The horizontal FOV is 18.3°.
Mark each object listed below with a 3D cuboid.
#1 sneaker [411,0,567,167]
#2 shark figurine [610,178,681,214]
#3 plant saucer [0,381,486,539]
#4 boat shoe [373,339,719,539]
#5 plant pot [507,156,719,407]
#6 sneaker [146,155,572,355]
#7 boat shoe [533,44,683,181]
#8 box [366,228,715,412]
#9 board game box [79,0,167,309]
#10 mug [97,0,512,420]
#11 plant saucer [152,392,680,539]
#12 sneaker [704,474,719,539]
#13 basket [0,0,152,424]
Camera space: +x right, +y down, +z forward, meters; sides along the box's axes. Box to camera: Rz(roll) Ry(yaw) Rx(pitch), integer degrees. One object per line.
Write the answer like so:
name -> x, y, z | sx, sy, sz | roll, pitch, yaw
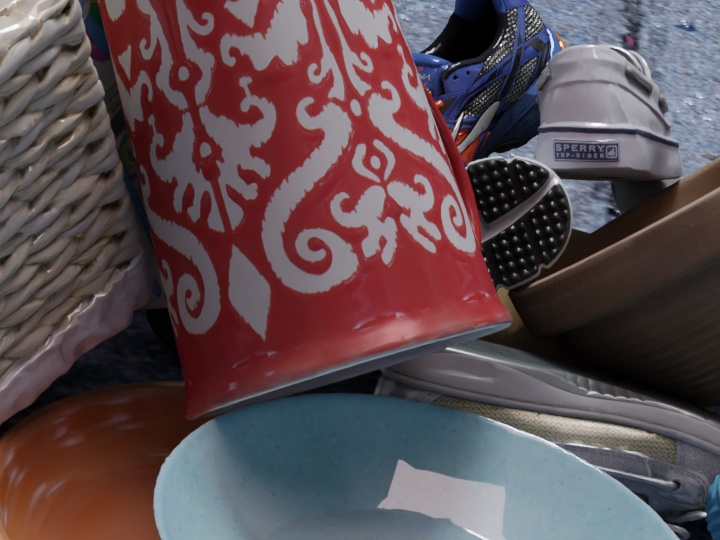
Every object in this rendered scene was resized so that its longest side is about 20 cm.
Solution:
sneaker -> 0.030, -0.069, 1.119 | 0.075, 0.079, 0.200 | 8, 52, 39
shark figurine -> 0.235, -0.011, 1.150 | 0.214, 0.090, 0.128 | 18, 27, 0
plant saucer -> -0.049, 0.108, 0.857 | 0.199, 0.038, 0.200 | 11, 25, -5
boat shoe -> 0.101, 0.079, 0.973 | 0.201, 0.065, 0.074 | 16, 4, -7
plant pot -> 0.175, 0.000, 1.027 | 0.093, 0.201, 0.201 | 60, 34, 0
sneaker -> 0.000, 0.000, 1.032 | 0.199, 0.074, 0.080 | -13, 1, 3
boat shoe -> 0.123, -0.077, 1.095 | 0.073, 0.066, 0.200 | 1, 1, 6
box -> 0.100, 0.026, 1.115 | 0.163, 0.021, 0.200 | 17, 25, 5
board game box -> -0.065, -0.091, 0.987 | 0.034, 0.135, 0.200 | -4, 28, 36
mug -> -0.031, -0.054, 0.899 | 0.133, 0.201, 0.178 | -17, -4, 4
plant saucer -> 0.022, 0.111, 0.798 | 0.200, 0.039, 0.201 | 11, 25, -5
sneaker -> 0.235, 0.117, 0.947 | 0.199, 0.077, 0.081 | 15, 17, -12
basket -> -0.216, -0.031, 0.846 | 0.198, 0.161, 0.200 | 26, 50, 28
